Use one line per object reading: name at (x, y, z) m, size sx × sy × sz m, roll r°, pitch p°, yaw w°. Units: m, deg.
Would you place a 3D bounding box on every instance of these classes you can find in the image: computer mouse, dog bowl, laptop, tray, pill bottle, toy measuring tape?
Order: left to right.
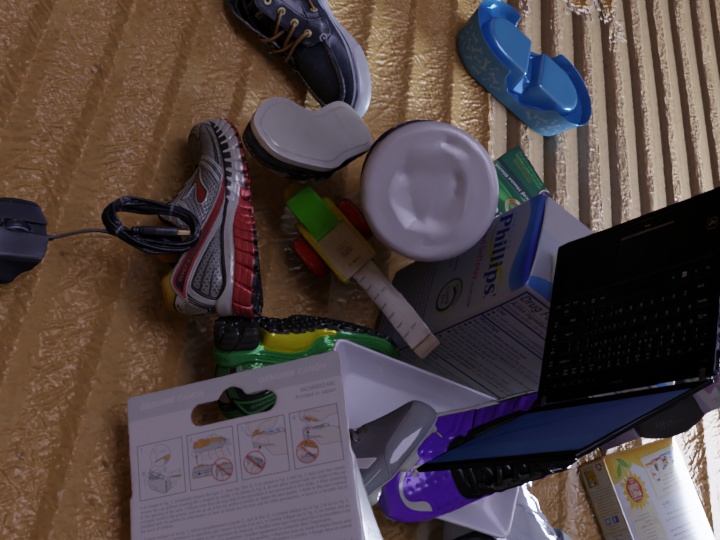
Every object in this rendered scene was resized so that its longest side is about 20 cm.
computer mouse at (-0.206, -0.028, 0.706) m, size 0.199 × 0.034 × 0.059 m, roll -7°, pitch 65°, yaw -24°
toy measuring tape at (0.000, 0.000, 0.889) m, size 0.073 × 0.074 × 0.200 m, roll -19°, pitch 62°, yaw -48°
tray at (0.046, 0.136, 0.817) m, size 0.199 × 0.022 × 0.108 m, roll 23°, pitch 71°, yaw -26°
pill bottle at (0.055, -0.075, 0.897) m, size 0.111 × 0.111 × 0.200 m, roll 51°, pitch 5°, yaw -7°
dog bowl at (0.198, -0.241, 1.258) m, size 0.200 × 0.050 × 0.112 m, roll 36°, pitch 46°, yaw -22°
laptop at (0.137, 0.042, 0.678) m, size 0.103 × 0.177 × 0.201 m, roll 20°, pitch 70°, yaw -23°

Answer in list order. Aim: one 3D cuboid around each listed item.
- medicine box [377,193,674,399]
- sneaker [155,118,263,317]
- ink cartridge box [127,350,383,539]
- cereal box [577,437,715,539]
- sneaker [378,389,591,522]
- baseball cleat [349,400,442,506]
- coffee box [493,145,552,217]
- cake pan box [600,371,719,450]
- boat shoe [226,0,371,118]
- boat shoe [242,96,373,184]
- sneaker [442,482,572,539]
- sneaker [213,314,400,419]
medicine box at (0.144, 0.054, 0.912) m, size 0.182 × 0.200 × 0.103 m, roll 35°, pitch 50°, yaw -23°
sneaker at (-0.124, -0.048, 0.808) m, size 0.082 × 0.078 × 0.201 m, roll -6°, pitch 46°, yaw -6°
ink cartridge box at (-0.068, 0.170, 0.674) m, size 0.057 × 0.162 × 0.201 m, roll 56°, pitch 23°, yaw -59°
cereal box at (0.309, 0.279, 1.057) m, size 0.143 × 0.039 × 0.201 m, roll -1°, pitch 68°, yaw -44°
sneaker at (0.106, 0.133, 0.780) m, size 0.199 × 0.099 × 0.070 m, roll -18°, pitch 91°, yaw -29°
baseball cleat at (-0.042, 0.139, 0.719) m, size 0.200 × 0.070 × 0.107 m, roll -41°, pitch 92°, yaw -9°
coffee box at (0.145, -0.045, 1.092) m, size 0.123 × 0.044 × 0.200 m, roll 57°, pitch 41°, yaw -1°
cake pan box at (0.279, 0.070, 1.047) m, size 0.052 × 0.184 × 0.201 m, roll -23°, pitch 84°, yaw -44°
boat shoe at (-0.067, -0.227, 0.986) m, size 0.091 × 0.071 × 0.201 m, roll -8°, pitch 65°, yaw -45°
boat shoe at (-0.053, -0.107, 0.890) m, size 0.074 × 0.060 × 0.200 m, roll 55°, pitch 23°, yaw 1°
sneaker at (0.151, 0.227, 0.909) m, size 0.199 × 0.075 × 0.116 m, roll 21°, pitch 56°, yaw -30°
sneaker at (-0.045, 0.080, 0.828) m, size 0.199 × 0.078 × 0.086 m, roll 3°, pitch 96°, yaw -49°
